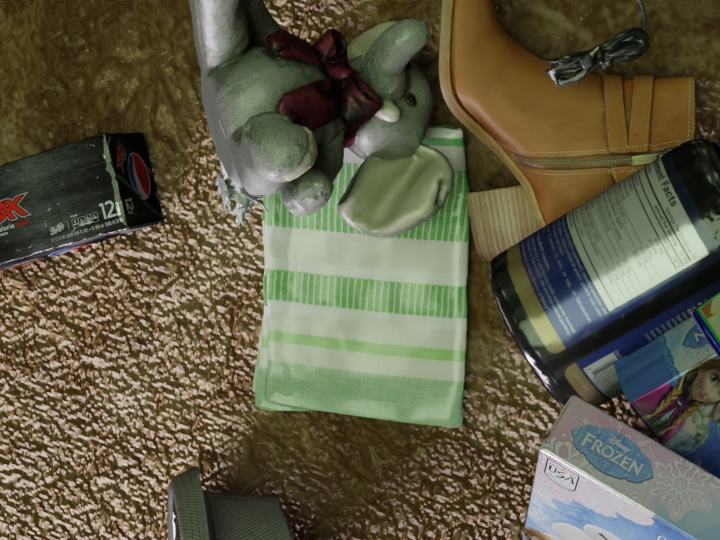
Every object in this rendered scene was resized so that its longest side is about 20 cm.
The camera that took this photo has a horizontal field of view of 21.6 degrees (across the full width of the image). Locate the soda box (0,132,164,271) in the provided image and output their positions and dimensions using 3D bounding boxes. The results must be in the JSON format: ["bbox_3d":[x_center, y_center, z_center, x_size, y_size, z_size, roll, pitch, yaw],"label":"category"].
[{"bbox_3d":[-0.244,-0.040,1.342,0.198,0.063,0.072,-15,89,19],"label":"soda box"}]

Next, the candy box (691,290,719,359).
[{"bbox_3d":[0.304,0.029,1.001,0.200,0.077,0.169,-39,123,8],"label":"candy box"}]

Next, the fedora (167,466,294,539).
[{"bbox_3d":[-0.082,0.230,1.276,0.089,0.177,0.202,-2,95,-10],"label":"fedora"}]

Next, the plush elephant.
[{"bbox_3d":[-0.016,-0.108,1.194,0.153,0.201,0.166,-17,64,-12],"label":"plush elephant"}]

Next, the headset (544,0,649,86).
[{"bbox_3d":[0.120,-0.215,1.156,0.093,0.124,0.202,-23,77,2],"label":"headset"}]

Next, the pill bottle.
[{"bbox_3d":[0.186,-0.007,1.129,0.199,0.112,0.113,-31,84,14],"label":"pill bottle"}]

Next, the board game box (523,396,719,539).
[{"bbox_3d":[0.195,0.175,1.136,0.199,0.199,0.044,30,68,15],"label":"board game box"}]

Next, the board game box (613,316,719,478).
[{"bbox_3d":[0.283,0.075,1.110,0.198,0.044,0.200,-33,124,15],"label":"board game box"}]

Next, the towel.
[{"bbox_3d":[0.000,0.000,1.281,0.151,0.023,0.202,4,95,18],"label":"towel"}]

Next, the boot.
[{"bbox_3d":[0.134,-0.108,1.194,0.154,0.077,0.202,-10,94,16],"label":"boot"}]
